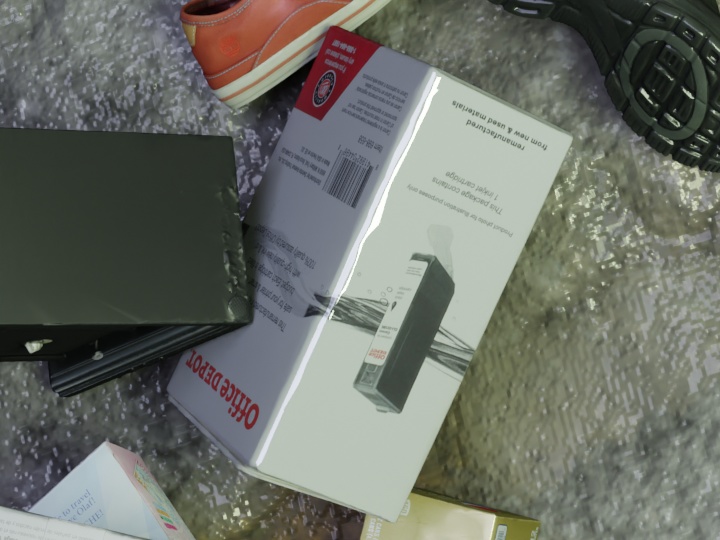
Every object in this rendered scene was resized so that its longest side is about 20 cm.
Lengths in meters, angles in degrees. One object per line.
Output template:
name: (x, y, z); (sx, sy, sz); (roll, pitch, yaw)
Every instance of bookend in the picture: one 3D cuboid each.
bookend: (-0.187, 0.001, 1.301); (0.198, 0.199, 0.093); (-22, 71, 55)

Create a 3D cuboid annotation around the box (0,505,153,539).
box: (-0.128, 0.218, 1.222); (0.112, 0.101, 0.201); (9, 80, 25)

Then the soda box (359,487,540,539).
soda box: (0.024, 0.207, 1.297); (0.067, 0.064, 0.201); (13, 88, 24)

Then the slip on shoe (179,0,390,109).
slip on shoe: (-0.008, -0.159, 1.350); (0.200, 0.074, 0.061); (-36, 104, 19)

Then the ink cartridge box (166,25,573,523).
ink cartridge box: (0.000, 0.000, 1.286); (0.201, 0.083, 0.144); (-65, 23, 3)

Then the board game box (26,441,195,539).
board game box: (-0.136, 0.222, 1.306); (0.200, 0.043, 0.199); (-41, 65, 8)

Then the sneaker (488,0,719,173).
sneaker: (0.135, -0.131, 1.286); (0.200, 0.091, 0.076); (44, 138, 2)
